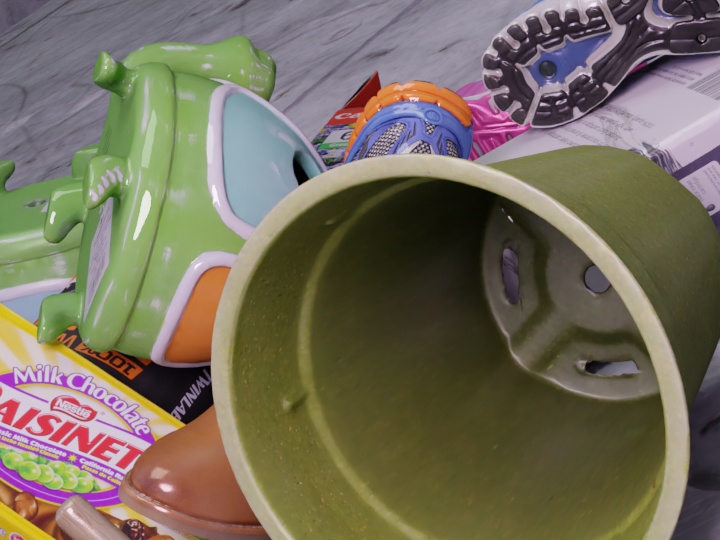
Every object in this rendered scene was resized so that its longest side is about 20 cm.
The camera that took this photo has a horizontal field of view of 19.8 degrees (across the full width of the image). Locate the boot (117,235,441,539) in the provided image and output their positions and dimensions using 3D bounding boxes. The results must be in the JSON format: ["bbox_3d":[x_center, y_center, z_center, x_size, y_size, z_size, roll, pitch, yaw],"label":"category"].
[{"bbox_3d":[-0.026,0.031,0.934,0.073,0.156,0.200,27,24,26],"label":"boot"}]

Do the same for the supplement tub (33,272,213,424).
[{"bbox_3d":[-0.133,0.075,1.089,0.122,0.123,0.200,-14,29,39],"label":"supplement tub"}]

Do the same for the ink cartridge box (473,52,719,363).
[{"bbox_3d":[0.156,-0.046,1.067,0.199,0.085,0.145,-29,16,-5],"label":"ink cartridge box"}]

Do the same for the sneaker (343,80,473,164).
[{"bbox_3d":[0.000,0.000,1.058,0.075,0.201,0.079,15,35,-2],"label":"sneaker"}]

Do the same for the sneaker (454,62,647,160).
[{"bbox_3d":[0.101,-0.092,1.314,0.199,0.082,0.088,-24,3,23],"label":"sneaker"}]

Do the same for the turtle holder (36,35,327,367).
[{"bbox_3d":[-0.084,-0.032,1.034,0.131,0.142,0.186,12,20,-15],"label":"turtle holder"}]

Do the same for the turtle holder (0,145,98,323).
[{"bbox_3d":[-0.219,0.006,1.364,0.185,0.133,0.141,-19,19,-18],"label":"turtle holder"}]

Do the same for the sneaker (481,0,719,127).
[{"bbox_3d":[0.157,-0.148,1.084,0.199,0.079,0.089,-22,19,20],"label":"sneaker"}]

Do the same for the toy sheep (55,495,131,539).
[{"bbox_3d":[-0.096,0.166,0.769,0.137,0.139,0.200,-19,13,29],"label":"toy sheep"}]

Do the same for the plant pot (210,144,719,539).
[{"bbox_3d":[0.071,0.028,0.862,0.199,0.201,0.190,-18,7,32],"label":"plant pot"}]

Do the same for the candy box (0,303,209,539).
[{"bbox_3d":[-0.127,0.097,0.969,0.102,0.199,0.026,-45,-19,-43],"label":"candy box"}]

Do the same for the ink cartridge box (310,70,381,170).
[{"bbox_3d":[0.008,-0.034,1.212,0.050,0.110,0.200,-2,26,22],"label":"ink cartridge box"}]
